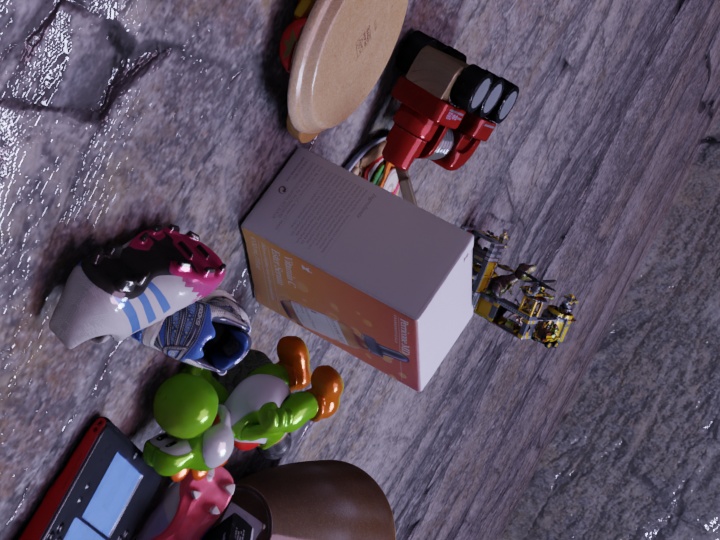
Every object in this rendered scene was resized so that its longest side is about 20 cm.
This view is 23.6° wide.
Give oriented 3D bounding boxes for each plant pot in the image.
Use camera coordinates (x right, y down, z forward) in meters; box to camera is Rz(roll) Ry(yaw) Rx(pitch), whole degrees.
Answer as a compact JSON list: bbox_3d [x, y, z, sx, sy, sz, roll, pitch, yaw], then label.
[{"bbox_3d":[-0.087,0.297,1.930,0.200,0.186,0.188,22,96,-59],"label":"plant pot"}]

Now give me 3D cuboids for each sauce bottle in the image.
[{"bbox_3d":[-0.104,0.146,1.806,0.065,0.064,0.200,-56,161,-17],"label":"sauce bottle"}]

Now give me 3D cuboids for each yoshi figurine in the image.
[{"bbox_3d":[-0.118,0.122,1.633,0.199,0.113,0.112,-25,177,-31],"label":"yoshi figurine"}]

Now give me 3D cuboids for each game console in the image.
[{"bbox_3d":[-0.251,0.237,1.580,0.178,0.031,0.200,-58,162,-14],"label":"game console"}]

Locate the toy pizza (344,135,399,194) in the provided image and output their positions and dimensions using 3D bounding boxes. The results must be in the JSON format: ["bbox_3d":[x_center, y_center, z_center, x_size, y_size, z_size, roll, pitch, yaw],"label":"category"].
[{"bbox_3d":[-0.001,-0.051,1.862,0.201,0.032,0.201,-53,160,-28],"label":"toy pizza"}]

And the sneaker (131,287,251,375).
[{"bbox_3d":[-0.136,0.062,1.559,0.078,0.085,0.200,-64,163,5],"label":"sneaker"}]

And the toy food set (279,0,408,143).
[{"bbox_3d":[-0.015,-0.216,1.552,0.199,0.048,0.200,-60,162,-7],"label":"toy food set"}]

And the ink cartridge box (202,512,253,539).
[{"bbox_3d":[-0.191,0.331,1.732,0.200,0.037,0.095,-39,-157,23],"label":"ink cartridge box"}]

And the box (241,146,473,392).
[{"bbox_3d":[0.000,0.000,1.660,0.107,0.199,0.153,-54,160,-24],"label":"box"}]

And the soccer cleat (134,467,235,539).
[{"bbox_3d":[-0.200,0.274,1.723,0.200,0.067,0.076,-53,-166,-23],"label":"soccer cleat"}]

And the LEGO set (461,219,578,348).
[{"bbox_3d":[0.205,0.008,2.305,0.153,0.199,0.117,7,110,-49],"label":"LEGO set"}]

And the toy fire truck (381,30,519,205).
[{"bbox_3d":[0.080,-0.129,1.831,0.201,0.128,0.176,-60,164,9],"label":"toy fire truck"}]

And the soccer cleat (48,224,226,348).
[{"bbox_3d":[-0.185,0.015,1.405,0.087,0.070,0.200,-51,165,21],"label":"soccer cleat"}]
